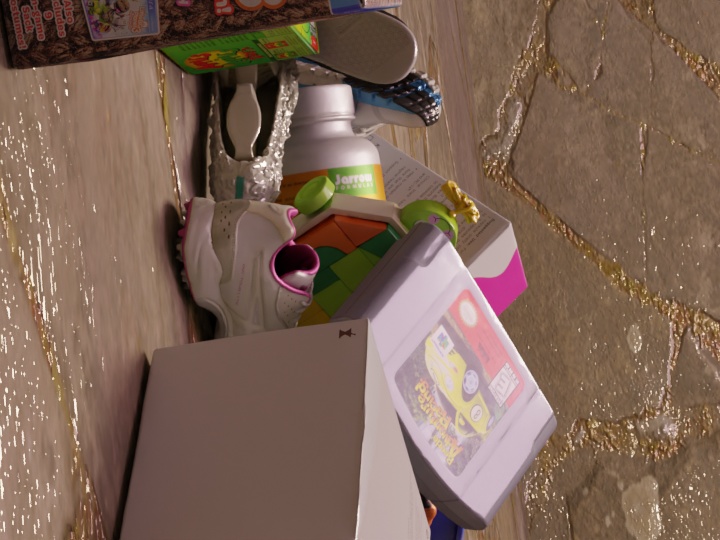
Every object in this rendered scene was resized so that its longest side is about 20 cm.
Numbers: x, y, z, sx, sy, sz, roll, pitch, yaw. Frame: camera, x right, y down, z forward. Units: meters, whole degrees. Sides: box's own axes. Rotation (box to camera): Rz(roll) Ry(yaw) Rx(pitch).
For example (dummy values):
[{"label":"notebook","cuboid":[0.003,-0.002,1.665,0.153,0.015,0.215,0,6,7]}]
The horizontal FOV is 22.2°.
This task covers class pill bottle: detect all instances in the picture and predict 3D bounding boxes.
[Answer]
[{"label":"pill bottle","cuboid":[-0.033,-0.047,1.508,0.111,0.110,0.201,-10,92,-80]}]

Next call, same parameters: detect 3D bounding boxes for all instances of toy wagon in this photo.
[{"label":"toy wagon","cuboid":[0.000,0.000,1.386,0.155,0.199,0.040,48,26,-23]}]

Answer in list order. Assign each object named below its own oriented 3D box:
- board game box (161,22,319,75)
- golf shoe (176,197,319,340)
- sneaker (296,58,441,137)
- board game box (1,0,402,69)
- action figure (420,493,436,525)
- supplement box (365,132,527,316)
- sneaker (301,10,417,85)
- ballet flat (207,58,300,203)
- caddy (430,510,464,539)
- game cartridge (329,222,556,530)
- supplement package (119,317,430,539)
[{"label":"board game box","cuboid":[-0.100,-0.188,1.272,0.200,0.101,0.048,34,49,-77]},{"label":"golf shoe","cuboid":[-0.068,0.029,1.314,0.201,0.091,0.076,74,11,-45]},{"label":"sneaker","cuboid":[-0.007,-0.135,1.585,0.075,0.199,0.087,-17,115,-40]},{"label":"board game box","cuboid":[-0.089,-0.181,1.046,0.159,0.199,0.097,-43,124,-77]},{"label":"action figure","cuboid":[-0.013,0.140,1.347,0.199,0.104,0.195,-6,85,-43]},{"label":"supplement box","cuboid":[0.039,-0.030,1.634,0.103,0.200,0.101,-45,146,-17]},{"label":"sneaker","cuboid":[-0.043,-0.194,1.417,0.071,0.199,0.099,-64,172,3]},{"label":"ballet flat","cuboid":[-0.082,-0.130,1.398,0.072,0.071,0.201,70,14,-50]},{"label":"caddy","cuboid":[0.054,0.207,1.666,0.201,0.104,0.142,99,-15,-50]},{"label":"game cartridge","cuboid":[0.061,0.083,1.330,0.133,0.041,0.200,-48,116,-33]},{"label":"supplement package","cuboid":[-0.046,0.173,1.147,0.192,0.146,0.201,-86,164,-50]}]
